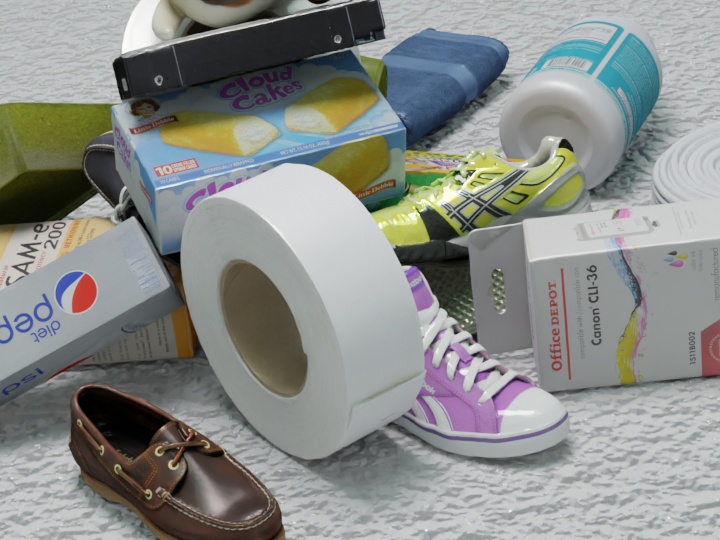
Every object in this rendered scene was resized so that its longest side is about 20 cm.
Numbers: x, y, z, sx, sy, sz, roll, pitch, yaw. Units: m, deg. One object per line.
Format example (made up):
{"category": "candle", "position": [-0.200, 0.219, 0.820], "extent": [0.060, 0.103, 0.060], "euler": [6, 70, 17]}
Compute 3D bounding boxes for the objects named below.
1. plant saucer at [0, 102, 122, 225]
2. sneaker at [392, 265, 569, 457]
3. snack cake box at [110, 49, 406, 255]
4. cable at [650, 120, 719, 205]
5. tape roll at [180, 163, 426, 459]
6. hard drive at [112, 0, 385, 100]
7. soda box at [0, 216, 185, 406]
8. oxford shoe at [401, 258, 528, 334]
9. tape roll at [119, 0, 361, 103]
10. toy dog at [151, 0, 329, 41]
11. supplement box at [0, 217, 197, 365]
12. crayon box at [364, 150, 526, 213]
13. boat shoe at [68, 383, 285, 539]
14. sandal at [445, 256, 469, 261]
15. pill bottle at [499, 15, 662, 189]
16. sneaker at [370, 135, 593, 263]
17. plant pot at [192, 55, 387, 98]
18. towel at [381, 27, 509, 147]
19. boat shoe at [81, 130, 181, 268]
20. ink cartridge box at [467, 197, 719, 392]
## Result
{"category": "plant saucer", "position": [-0.290, -0.072, 1.699], "extent": [0.200, 0.048, 0.199], "euler": [-32, -13, 31]}
{"category": "sneaker", "position": [0.057, 0.060, 1.435], "extent": [0.200, 0.115, 0.073], "euler": [16, 34, 33]}
{"category": "snack cake box", "position": [-0.077, -0.092, 1.530], "extent": [0.199, 0.067, 0.115], "euler": [-15, 44, -17]}
{"category": "cable", "position": [0.336, -0.060, 1.637], "extent": [0.199, 0.069, 0.200], "euler": [-10, 28, -5]}
{"category": "tape roll", "position": [-0.043, 0.030, 1.421], "extent": [0.071, 0.203, 0.202], "euler": [-25, 33, -31]}
{"category": "hard drive", "position": [-0.089, -0.171, 1.553], "extent": [0.199, 0.038, 0.140], "euler": [-13, 7, -8]}
{"category": "soda box", "position": [-0.235, 0.040, 1.502], "extent": [0.200, 0.064, 0.068], "euler": [-29, -13, -2]}
{"category": "oxford shoe", "position": [0.071, 0.023, 1.564], "extent": [0.199, 0.075, 0.058], "euler": [-12, -12, 8]}
{"category": "tape roll", "position": [-0.098, -0.165, 1.658], "extent": [0.202, 0.037, 0.203], "euler": [4, 62, -8]}
{"category": "toy dog", "position": [-0.077, -0.263, 1.557], "extent": [0.194, 0.140, 0.200], "euler": [-39, 18, -22]}
{"category": "supplement box", "position": [-0.228, 0.016, 1.619], "extent": [0.199, 0.074, 0.126], "euler": [-4, 28, 5]}
{"category": "crayon box", "position": [0.074, -0.059, 1.637], "extent": [0.199, 0.059, 0.119], "euler": [4, 11, -4]}
{"category": "boat shoe", "position": [-0.133, 0.136, 1.383], "extent": [0.200, 0.071, 0.070], "euler": [20, 37, 38]}
{"category": "sandal", "position": [0.000, 0.000, 1.617], "extent": [0.199, 0.055, 0.082], "euler": [-10, 29, -5]}
{"category": "pill bottle", "position": [0.205, -0.158, 1.803], "extent": [0.110, 0.111, 0.200], "euler": [6, 31, 23]}
{"category": "sneaker", "position": [0.077, -0.053, 1.538], "extent": [0.199, 0.077, 0.075], "euler": [-13, 12, -16]}
{"category": "plant pot", "position": [-0.078, -0.132, 1.760], "extent": [0.192, 0.201, 0.201], "euler": [7, 30, 5]}
{"category": "towel", "position": [0.055, -0.173, 1.931], "extent": [0.111, 0.049, 0.200], "euler": [11, 33, 31]}
{"category": "boat shoe", "position": [-0.164, -0.055, 1.582], "extent": [0.063, 0.073, 0.200], "euler": [-20, 40, -40]}
{"category": "ink cartridge box", "position": [0.182, 0.021, 1.474], "extent": [0.199, 0.117, 0.068], "euler": [-7, 28, 3]}
